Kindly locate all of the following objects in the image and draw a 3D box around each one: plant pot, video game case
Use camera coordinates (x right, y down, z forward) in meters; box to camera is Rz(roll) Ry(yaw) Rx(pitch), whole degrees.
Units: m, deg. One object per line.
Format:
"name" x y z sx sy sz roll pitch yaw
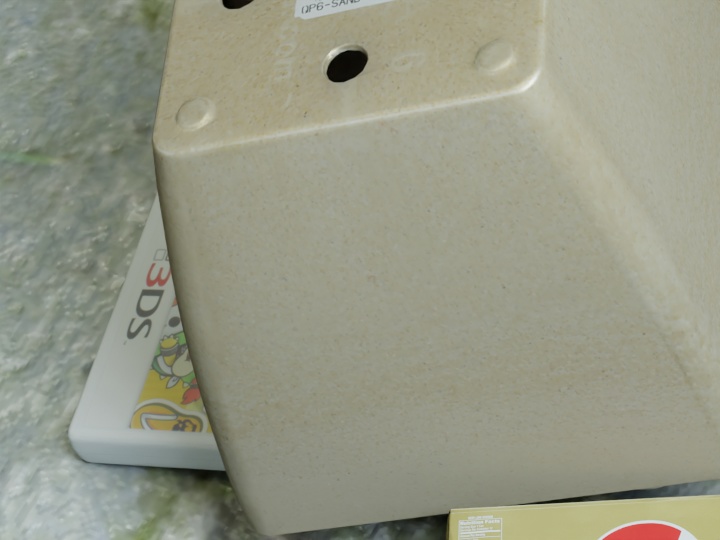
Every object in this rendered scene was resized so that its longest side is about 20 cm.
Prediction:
"plant pot" 0.028 -0.047 0.916 0.199 0.177 0.201 -9 51 19
"video game case" 0.000 0.000 1.029 0.199 0.023 0.183 2 54 23

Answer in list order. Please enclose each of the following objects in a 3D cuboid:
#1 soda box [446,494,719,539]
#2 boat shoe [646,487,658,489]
"soda box" 0.130 0.120 0.894 0.199 0.068 0.064 -4 53 10
"boat shoe" 0.135 -0.010 0.995 0.072 0.060 0.200 19 60 25
